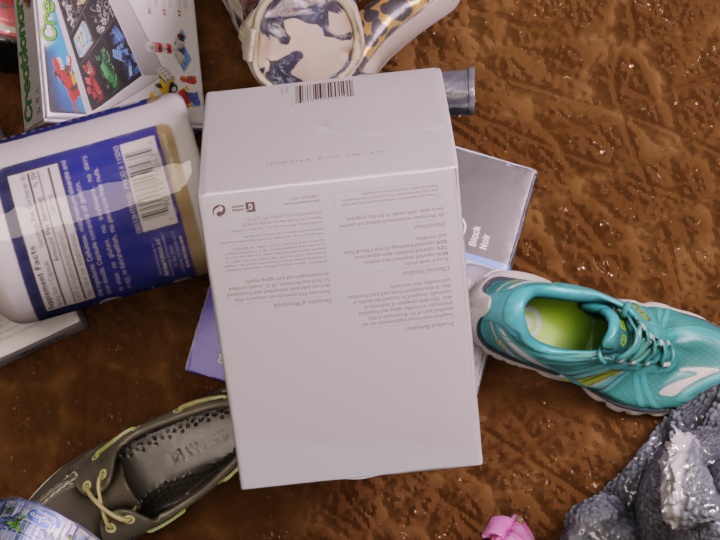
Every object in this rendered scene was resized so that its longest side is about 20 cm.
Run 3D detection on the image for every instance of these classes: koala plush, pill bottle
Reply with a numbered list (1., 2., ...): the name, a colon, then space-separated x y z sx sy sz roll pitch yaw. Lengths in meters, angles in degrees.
1. koala plush: 0.236 0.157 1.343 0.177 0.200 0.184 36 91 6
2. pill bottle: -0.195 -0.033 1.395 0.198 0.120 0.121 -15 81 -4

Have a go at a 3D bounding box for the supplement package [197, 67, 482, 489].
1. supplement package: -0.011 0.003 1.320 0.150 0.151 0.202 -6 118 1

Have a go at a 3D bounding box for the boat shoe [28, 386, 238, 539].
1. boat shoe: -0.150 0.140 1.430 0.201 0.060 0.072 -30 84 -3

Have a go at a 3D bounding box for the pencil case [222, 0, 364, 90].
1. pencil case: -0.058 -0.183 1.414 0.089 0.200 0.078 -7 120 -12

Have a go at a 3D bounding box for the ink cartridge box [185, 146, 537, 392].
1. ink cartridge box: 0.000 0.000 1.460 0.198 0.043 0.200 15 82 4

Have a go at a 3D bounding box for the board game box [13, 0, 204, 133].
1. board game box: -0.173 -0.192 1.463 0.125 0.035 0.202 1 79 -35

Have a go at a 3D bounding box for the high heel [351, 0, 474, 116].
1. high heel: 0.002 -0.190 1.463 0.141 0.072 0.202 -3 64 0

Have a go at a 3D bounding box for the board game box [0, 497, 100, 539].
1. board game box: -0.176 0.275 1.329 0.200 0.061 0.201 40 56 -26

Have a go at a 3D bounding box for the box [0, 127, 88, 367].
1. box: -0.290 -0.023 1.470 0.143 0.036 0.201 -25 81 -3

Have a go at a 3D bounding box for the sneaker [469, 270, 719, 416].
1. sneaker: 0.165 0.050 1.418 0.198 0.080 0.078 12 83 -19

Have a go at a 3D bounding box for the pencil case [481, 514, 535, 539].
1. pencil case: 0.139 0.250 1.398 0.200 0.083 0.087 42 89 8

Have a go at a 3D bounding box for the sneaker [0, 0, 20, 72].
1. sneaker: -0.284 -0.196 1.478 0.198 0.074 0.088 14 77 1
